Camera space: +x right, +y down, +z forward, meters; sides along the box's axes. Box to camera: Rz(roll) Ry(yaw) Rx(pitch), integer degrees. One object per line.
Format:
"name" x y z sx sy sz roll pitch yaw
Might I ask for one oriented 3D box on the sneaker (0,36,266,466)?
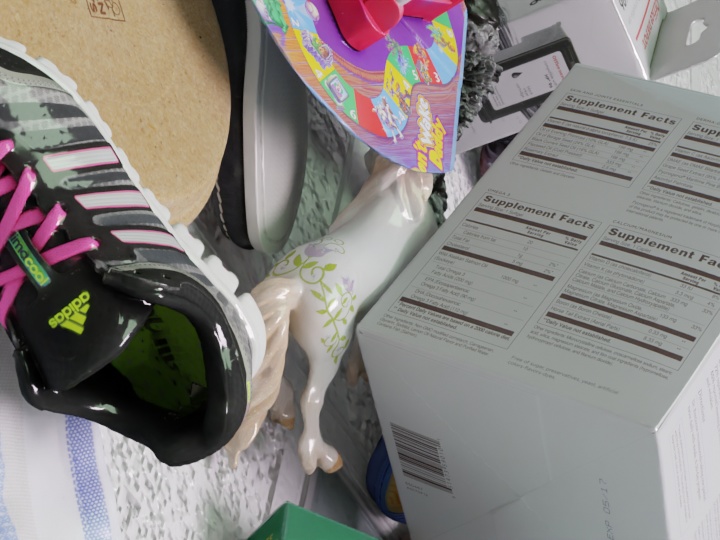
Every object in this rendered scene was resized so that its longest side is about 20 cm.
"sneaker" -0.103 -0.005 0.616 0.200 0.074 0.088 46 13 -27

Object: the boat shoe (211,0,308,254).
"boat shoe" -0.063 -0.108 0.836 0.074 0.060 0.202 -11 98 -75

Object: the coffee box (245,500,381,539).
"coffee box" 0.002 0.202 0.722 0.122 0.044 0.201 23 46 -21

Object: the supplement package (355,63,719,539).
"supplement package" 0.123 0.035 0.838 0.200 0.150 0.153 -49 142 -33

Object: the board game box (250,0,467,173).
"board game box" 0.013 -0.141 0.812 0.158 0.039 0.201 44 35 -30

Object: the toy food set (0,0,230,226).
"toy food set" -0.121 -0.102 0.717 0.201 0.048 0.198 65 26 -9

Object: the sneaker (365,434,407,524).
"sneaker" 0.048 0.052 0.958 0.200 0.088 0.076 -48 146 -38

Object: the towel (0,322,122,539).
"towel" -0.142 0.070 0.590 0.200 0.024 0.148 14 60 -62

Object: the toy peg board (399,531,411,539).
"toy peg board" 0.091 0.218 0.896 0.199 0.097 0.202 -27 98 -66

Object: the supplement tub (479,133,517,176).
"supplement tub" 0.146 -0.049 1.187 0.201 0.106 0.107 58 28 -30

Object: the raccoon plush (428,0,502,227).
"raccoon plush" -0.005 -0.088 0.938 0.133 0.097 0.202 -8 105 -27

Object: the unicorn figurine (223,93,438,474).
"unicorn figurine" 0.000 0.000 0.825 0.200 0.073 0.139 -56 150 -57

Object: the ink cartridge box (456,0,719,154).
"ink cartridge box" 0.109 -0.138 1.054 0.068 0.199 0.116 62 26 -20
